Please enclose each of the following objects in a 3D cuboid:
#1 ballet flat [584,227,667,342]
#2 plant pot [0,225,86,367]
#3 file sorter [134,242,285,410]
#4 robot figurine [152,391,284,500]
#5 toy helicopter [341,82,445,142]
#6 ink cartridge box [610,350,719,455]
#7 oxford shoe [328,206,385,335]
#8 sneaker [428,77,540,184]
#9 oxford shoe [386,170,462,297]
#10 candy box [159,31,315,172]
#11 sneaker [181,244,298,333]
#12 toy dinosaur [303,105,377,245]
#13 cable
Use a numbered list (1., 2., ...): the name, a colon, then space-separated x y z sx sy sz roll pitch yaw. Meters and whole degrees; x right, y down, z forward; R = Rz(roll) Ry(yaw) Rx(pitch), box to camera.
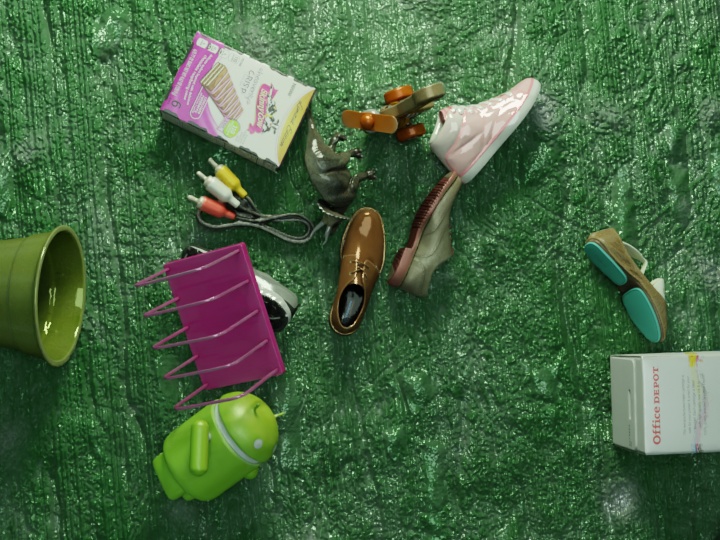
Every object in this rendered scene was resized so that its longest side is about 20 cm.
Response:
1. ballet flat: 0.432 0.015 1.817 0.072 0.068 0.200 -36 88 -26
2. plant pot: -0.515 0.032 1.652 0.189 0.200 0.201 3 86 7
3. file sorter: -0.221 0.084 1.657 0.138 0.125 0.201 -13 99 25
4. robot figurine: -0.204 0.255 1.680 0.200 0.175 0.116 -36 65 13
5. toy helicopter: 0.058 -0.239 1.711 0.132 0.200 0.079 -17 89 -24
6. ink cartridge box: 0.500 0.198 1.766 0.199 0.146 0.148 -1 87 -7
7. oxford shoe: 0.000 0.000 1.757 0.071 0.071 0.201 11 84 -4
8. sneaker: 0.186 -0.241 1.788 0.105 0.075 0.200 40 87 -8
9. oxford shoe: 0.114 -0.055 1.778 0.075 0.070 0.201 27 95 -8
10. candy box: -0.186 -0.254 1.753 0.199 0.061 0.137 25 84 -5
11. sneaker: -0.183 0.023 1.740 0.199 0.079 0.074 31 120 9
12. toy dinosaur: -0.042 -0.149 1.737 0.102 0.077 0.201 -33 114 -37
13. cable: -0.168 -0.082 1.750 0.199 0.050 0.097 29 82 -4
